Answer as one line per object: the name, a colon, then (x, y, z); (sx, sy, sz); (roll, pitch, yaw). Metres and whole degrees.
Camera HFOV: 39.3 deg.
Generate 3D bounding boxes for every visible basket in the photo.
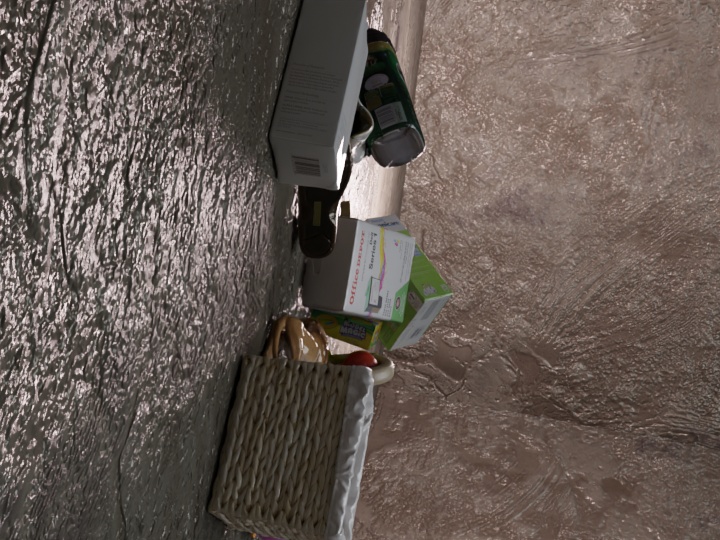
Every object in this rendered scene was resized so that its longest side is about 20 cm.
basket: (-0.073, 0.219, 1.206); (0.199, 0.157, 0.204); (86, 16, -70)

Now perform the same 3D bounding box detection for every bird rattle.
bird rattle: (-0.023, 0.159, 1.645); (0.200, 0.160, 0.115); (178, -94, -75)

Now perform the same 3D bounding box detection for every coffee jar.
coffee jar: (0.032, -0.266, 1.542); (0.104, 0.084, 0.203); (54, 19, -61)

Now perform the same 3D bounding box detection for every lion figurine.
lion figurine: (-0.086, 0.104, 1.364); (0.200, 0.071, 0.125); (73, 19, -69)

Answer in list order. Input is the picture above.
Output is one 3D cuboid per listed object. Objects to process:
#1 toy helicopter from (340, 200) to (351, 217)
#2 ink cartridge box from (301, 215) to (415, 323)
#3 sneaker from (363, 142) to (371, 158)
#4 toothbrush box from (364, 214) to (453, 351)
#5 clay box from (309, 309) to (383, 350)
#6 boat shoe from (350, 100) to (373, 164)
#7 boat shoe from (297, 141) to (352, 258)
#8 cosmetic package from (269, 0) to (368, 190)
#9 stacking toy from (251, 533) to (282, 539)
toy helicopter: (-0.022, -0.040, 1.820); (0.134, 0.077, 0.203); (84, 3, -49)
ink cartridge box: (0.000, 0.000, 1.621); (0.199, 0.083, 0.148); (14, 84, -59)
sneaker: (-0.011, -0.202, 1.569); (0.201, 0.080, 0.074); (-70, 172, -56)
toothbrush box: (0.058, 0.021, 1.872); (0.085, 0.201, 0.147); (-12, 146, -44)
clay box: (-0.026, 0.095, 1.750); (0.200, 0.113, 0.048); (-7, 116, -84)
boat shoe: (-0.015, -0.200, 1.410); (0.200, 0.068, 0.072); (57, 47, -66)
boat shoe: (-0.056, -0.119, 1.380); (0.077, 0.070, 0.203); (-98, -161, -55)
cosmetic package: (-0.045, -0.212, 1.191); (0.113, 0.079, 0.204); (88, 11, -67)
stacking toy: (-0.115, 0.337, 1.398); (0.200, 0.108, 0.119); (30, 72, -73)
